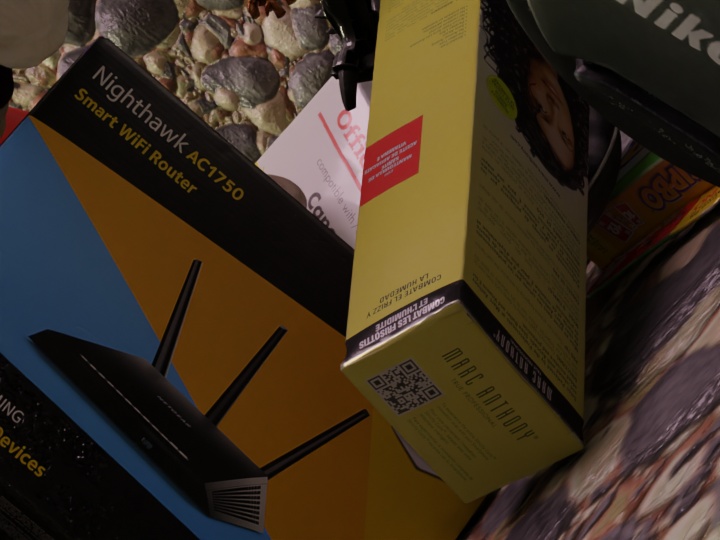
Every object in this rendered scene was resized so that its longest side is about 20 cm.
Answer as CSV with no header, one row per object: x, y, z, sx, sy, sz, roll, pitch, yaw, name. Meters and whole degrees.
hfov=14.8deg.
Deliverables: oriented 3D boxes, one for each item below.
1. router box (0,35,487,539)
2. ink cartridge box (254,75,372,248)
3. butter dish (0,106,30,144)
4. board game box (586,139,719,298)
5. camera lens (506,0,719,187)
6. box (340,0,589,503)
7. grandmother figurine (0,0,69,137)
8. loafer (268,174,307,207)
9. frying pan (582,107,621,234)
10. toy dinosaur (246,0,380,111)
-0.059,0.042,0.918,0.149,0.200,0.051,-52,5,-29,router box
0.000,0.000,1.127,0.200,0.067,0.117,-48,50,22,ink cartridge box
-0.109,0.006,1.304,0.148,0.199,0.201,-59,-15,-59,butter dish
0.143,-0.077,1.027,0.200,0.030,0.096,-57,9,-34,board game box
0.136,-0.128,0.720,0.200,0.160,0.160,-52,6,-27,camera lens
0.038,-0.023,0.921,0.050,0.075,0.201,-26,35,26,box
-0.155,-0.041,0.937,0.200,0.060,0.121,-56,6,35,grandmother figurine
-0.084,0.048,1.102,0.200,0.068,0.076,-48,31,2,loafer
0.038,-0.031,1.041,0.115,0.031,0.190,-46,23,-6,frying pan
0.011,-0.140,1.052,0.199,0.137,0.102,-30,25,-30,toy dinosaur
